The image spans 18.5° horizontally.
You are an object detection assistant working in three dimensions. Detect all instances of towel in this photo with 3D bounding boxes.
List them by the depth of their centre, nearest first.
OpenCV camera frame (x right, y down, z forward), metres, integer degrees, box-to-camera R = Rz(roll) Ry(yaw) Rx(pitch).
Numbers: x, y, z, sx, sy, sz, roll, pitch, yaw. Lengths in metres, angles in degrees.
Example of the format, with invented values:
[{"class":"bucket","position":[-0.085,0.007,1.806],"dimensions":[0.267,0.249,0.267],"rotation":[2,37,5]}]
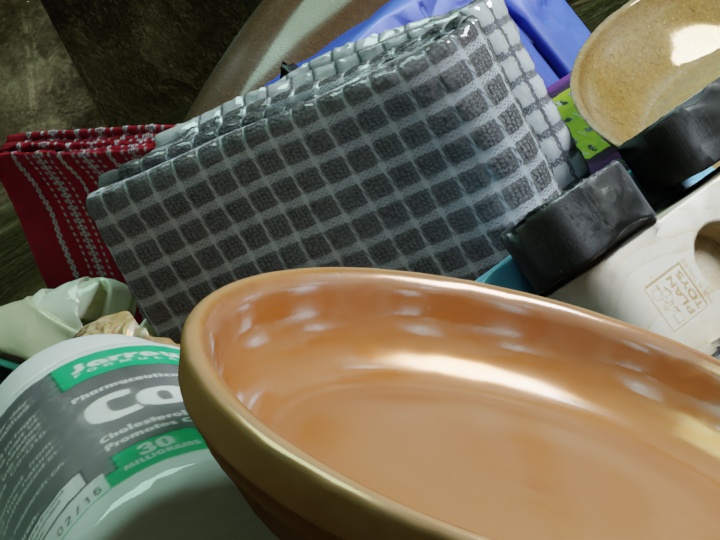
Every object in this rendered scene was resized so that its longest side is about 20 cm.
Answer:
[{"class":"towel","position":[0.000,0.000,0.897],"dimensions":[0.200,0.166,0.086],"rotation":[-23,16,25]},{"class":"towel","position":[-0.102,-0.003,1.090],"dimensions":[0.022,0.145,0.200],"rotation":[-33,21,-35]}]

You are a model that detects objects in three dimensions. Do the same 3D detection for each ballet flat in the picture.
[{"class":"ballet flat","position":[-0.112,0.038,1.073],"dimensions":[0.200,0.070,0.069],"rotation":[21,40,35]}]

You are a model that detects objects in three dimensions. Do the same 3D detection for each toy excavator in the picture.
[{"class":"toy excavator","position":[0.058,0.042,0.789],"dimensions":[0.194,0.100,0.200],"rotation":[-35,-2,-33]}]

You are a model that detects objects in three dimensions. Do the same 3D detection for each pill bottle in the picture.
[{"class":"pill bottle","position":[-0.063,0.086,0.687],"dimensions":[0.113,0.113,0.200],"rotation":[-29,18,-11]}]

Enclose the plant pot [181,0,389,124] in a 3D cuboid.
[{"class":"plant pot","position":[-0.044,-0.091,1.539],"dimensions":[0.200,0.187,0.187],"rotation":[-45,14,-14]}]

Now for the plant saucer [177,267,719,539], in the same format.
[{"class":"plant saucer","position":[0.047,0.053,0.581],"dimensions":[0.200,0.038,0.200],"rotation":[14,16,-4]}]

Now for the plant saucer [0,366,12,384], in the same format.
[{"class":"plant saucer","position":[-0.256,0.076,1.181],"dimensions":[0.200,0.036,0.200],"rotation":[-17,-7,-2]}]

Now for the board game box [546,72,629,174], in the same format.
[{"class":"board game box","position":[0.157,-0.050,0.910],"dimensions":[0.120,0.032,0.200],"rotation":[-36,36,-24]}]

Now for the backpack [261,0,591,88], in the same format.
[{"class":"backpack","position":[0.032,-0.044,1.065],"dimensions":[0.168,0.163,0.200],"rotation":[-34,2,-27]}]

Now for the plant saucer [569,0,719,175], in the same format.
[{"class":"plant saucer","position":[0.185,-0.076,0.880],"dimensions":[0.200,0.035,0.200],"rotation":[-11,31,7]}]

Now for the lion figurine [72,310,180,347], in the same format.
[{"class":"lion figurine","position":[-0.119,0.089,0.866],"dimensions":[0.200,0.123,0.072],"rotation":[-19,13,44]}]
